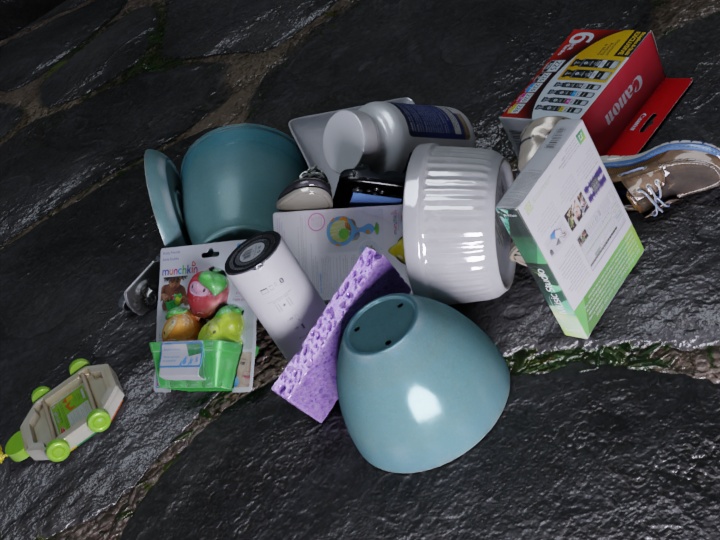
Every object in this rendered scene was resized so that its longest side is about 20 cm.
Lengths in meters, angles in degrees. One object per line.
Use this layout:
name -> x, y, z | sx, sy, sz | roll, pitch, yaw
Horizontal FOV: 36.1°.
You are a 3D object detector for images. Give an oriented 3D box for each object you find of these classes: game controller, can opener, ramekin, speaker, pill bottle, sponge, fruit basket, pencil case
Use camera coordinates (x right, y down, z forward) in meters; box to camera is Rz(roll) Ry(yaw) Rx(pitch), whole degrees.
game controller -> 0.017, -0.090, 1.418 | 0.104, 0.200, 0.042 | 16, 78, -2
can opener -> -0.307, -0.013, 1.741 | 0.067, 0.053, 0.200 | 9, 51, 43
ramekin -> 0.125, -0.055, 1.330 | 0.104, 0.201, 0.201 | -1, 43, 18
speaker -> -0.082, 0.053, 1.353 | 0.081, 0.201, 0.081 | -24, 30, 15
pill bottle -> 0.050, -0.167, 1.471 | 0.199, 0.112, 0.111 | -3, 11, -42
sponge -> -0.019, 0.079, 1.307 | 0.030, 0.112, 0.201 | 30, 82, 30
fruit basket -> -0.211, 0.062, 1.470 | 0.184, 0.094, 0.202 | -3, 85, 35
pencil case -> 0.232, -0.097, 1.351 | 0.089, 0.078, 0.201 | 4, 62, 9

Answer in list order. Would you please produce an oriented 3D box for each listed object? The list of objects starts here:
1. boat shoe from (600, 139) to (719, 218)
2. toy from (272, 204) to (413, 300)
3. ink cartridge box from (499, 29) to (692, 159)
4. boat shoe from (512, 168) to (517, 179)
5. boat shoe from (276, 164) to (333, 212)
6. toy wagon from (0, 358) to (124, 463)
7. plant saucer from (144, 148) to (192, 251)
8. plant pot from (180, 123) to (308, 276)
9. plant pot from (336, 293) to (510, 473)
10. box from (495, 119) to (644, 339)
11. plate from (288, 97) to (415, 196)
boat shoe -> 0.348, -0.100, 1.326 | 0.199, 0.072, 0.073 | -8, 45, 46
toy -> -0.010, -0.020, 1.410 | 0.199, 0.047, 0.116 | -3, 86, 18
ink cartridge box -> 0.320, -0.233, 1.490 | 0.175, 0.084, 0.200 | 13, 54, 46
boat shoe -> 0.152, -0.102, 1.471 | 0.199, 0.072, 0.072 | -18, 37, 20
boat shoe -> -0.073, -0.106, 1.444 | 0.072, 0.063, 0.200 | 2, -6, -5
toy wagon -> -0.431, 0.212, 1.574 | 0.200, 0.040, 0.155 | -36, 34, -4
plant saucer -> -0.272, -0.085, 1.631 | 0.027, 0.201, 0.201 | -16, 36, 1
plant pot -> -0.164, -0.074, 1.594 | 0.199, 0.200, 0.189 | -21, 43, 16
plant pot -> 0.051, 0.105, 1.241 | 0.199, 0.135, 0.201 | -21, 36, 17
box -> 0.236, -0.044, 1.222 | 0.036, 0.200, 0.145 | 6, 49, 48
plate -> 0.015, -0.162, 1.603 | 0.198, 0.032, 0.201 | -13, 52, -14
